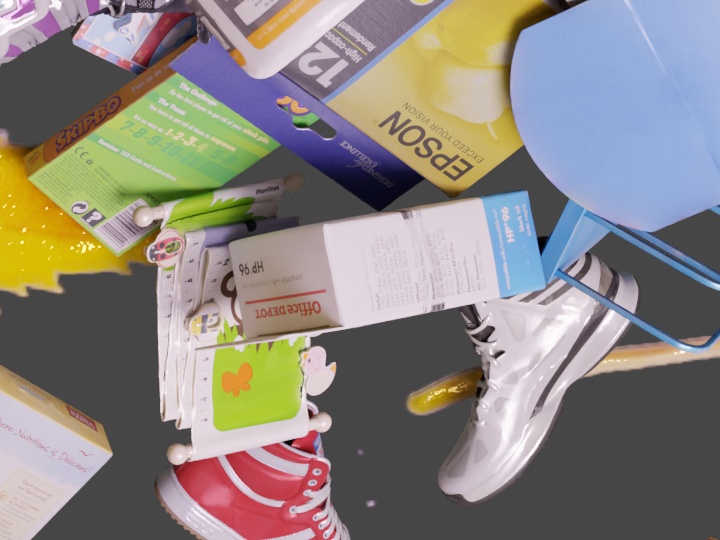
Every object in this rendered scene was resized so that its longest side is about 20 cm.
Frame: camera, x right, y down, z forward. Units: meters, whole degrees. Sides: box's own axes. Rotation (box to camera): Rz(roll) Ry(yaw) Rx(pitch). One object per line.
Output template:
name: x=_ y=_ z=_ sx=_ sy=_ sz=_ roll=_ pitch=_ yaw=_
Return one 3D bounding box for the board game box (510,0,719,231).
board game box: x=0.192 y=-0.115 z=1.635 sx=0.200 sy=0.039 sz=0.158 roll=-23 pitch=116 yaw=21

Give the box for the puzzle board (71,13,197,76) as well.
puzzle board: x=-0.062 y=-0.187 z=1.670 sx=0.151 sy=0.017 sz=0.200 roll=25 pitch=113 yaw=-30

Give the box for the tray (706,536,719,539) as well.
tray: x=0.316 y=0.281 z=2.104 sx=0.200 sy=0.037 sz=0.099 roll=25 pitch=113 yaw=-31

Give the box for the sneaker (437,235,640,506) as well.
sneaker: x=0.089 y=0.059 z=1.865 sx=0.115 sy=0.076 sz=0.201 roll=31 pitch=102 yaw=-23

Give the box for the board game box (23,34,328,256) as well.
board game box: x=-0.102 y=-0.093 z=1.699 sx=0.200 sy=0.030 sz=0.096 roll=-32 pitch=134 yaw=15

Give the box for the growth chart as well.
growth chart: x=-0.076 y=0.031 z=1.766 sx=0.145 sy=0.018 sz=0.200 roll=-19 pitch=119 yaw=-30

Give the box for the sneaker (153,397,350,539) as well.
sneaker: x=-0.032 y=0.162 z=1.886 sx=0.200 sy=0.071 sz=0.112 roll=34 pitch=111 yaw=-31

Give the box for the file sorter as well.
file sorter: x=0.222 y=-0.069 z=1.741 sx=0.123 sy=0.139 sz=0.200 roll=30 pitch=117 yaw=12

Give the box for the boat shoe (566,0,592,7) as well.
boat shoe: x=0.138 y=-0.202 z=1.569 sx=0.072 sy=0.068 sz=0.200 roll=-20 pitch=164 yaw=6

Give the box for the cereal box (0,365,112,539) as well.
cereal box: x=-0.282 y=0.148 z=1.813 sx=0.200 sy=0.040 sz=0.144 roll=-45 pitch=127 yaw=14

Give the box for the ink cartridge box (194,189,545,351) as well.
ink cartridge box: x=0.000 y=0.000 z=1.715 sx=0.200 sy=0.116 sz=0.068 roll=-11 pitch=90 yaw=-35

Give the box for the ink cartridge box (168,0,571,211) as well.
ink cartridge box: x=0.023 y=-0.125 z=1.653 sx=0.200 sy=0.047 sz=0.198 roll=-40 pitch=130 yaw=21

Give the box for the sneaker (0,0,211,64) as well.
sneaker: x=-0.154 y=-0.159 z=1.605 sx=0.140 sy=0.078 sz=0.200 roll=28 pitch=113 yaw=-17

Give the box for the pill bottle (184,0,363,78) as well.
pill bottle: x=-0.077 y=-0.214 z=1.511 sx=0.116 sy=0.116 sz=0.200 roll=-38 pitch=97 yaw=10
